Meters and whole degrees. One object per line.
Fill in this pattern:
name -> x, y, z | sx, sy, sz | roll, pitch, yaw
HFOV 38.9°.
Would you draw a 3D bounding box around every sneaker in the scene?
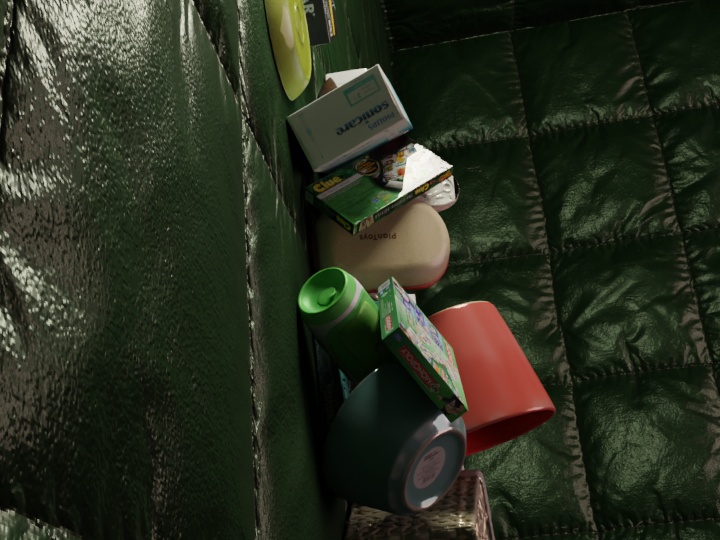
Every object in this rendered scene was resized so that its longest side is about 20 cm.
sneaker -> 0.038, -0.101, 1.544 | 0.147, 0.196, 0.082 | 113, -24, -67

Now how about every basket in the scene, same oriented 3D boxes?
basket -> 0.090, 0.406, 1.424 | 0.161, 0.197, 0.201 | -69, 150, -73

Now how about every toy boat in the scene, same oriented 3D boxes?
toy boat -> 0.028, -0.024, 1.460 | 0.131, 0.196, 0.133 | 105, -19, -70

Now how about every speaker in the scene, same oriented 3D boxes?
speaker -> 0.000, 0.087, 1.301 | 0.201, 0.087, 0.089 | 53, 24, -39

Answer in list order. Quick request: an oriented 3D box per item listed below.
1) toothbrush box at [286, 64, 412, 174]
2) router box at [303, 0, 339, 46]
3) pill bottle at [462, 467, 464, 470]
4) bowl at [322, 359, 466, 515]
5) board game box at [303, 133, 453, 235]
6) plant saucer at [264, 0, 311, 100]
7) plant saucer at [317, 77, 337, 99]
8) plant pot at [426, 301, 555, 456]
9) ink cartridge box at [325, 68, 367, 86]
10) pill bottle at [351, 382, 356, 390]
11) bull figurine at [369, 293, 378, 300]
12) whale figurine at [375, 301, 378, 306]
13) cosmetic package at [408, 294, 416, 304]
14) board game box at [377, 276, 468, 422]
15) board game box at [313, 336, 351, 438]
toothbrush box -> -0.010, -0.208, 1.445 | 0.086, 0.145, 0.200 | 61, 8, -2
router box -> -0.080, -0.462, 1.607 | 0.157, 0.051, 0.203 | -76, 157, -72
pill bottle -> 0.087, 0.313, 1.588 | 0.200, 0.109, 0.113 | 158, -75, -71
bowl -> 0.059, 0.225, 1.282 | 0.104, 0.200, 0.203 | 29, -34, 38
board game box -> 0.027, -0.124, 1.432 | 0.104, 0.199, 0.024 | 39, -37, 29
plant saucer -> -0.097, -0.338, 1.408 | 0.200, 0.031, 0.204 | -9, 90, -84
plant saucer -> -0.032, -0.208, 1.644 | 0.200, 0.032, 0.203 | 161, -89, -83
plant pot -> 0.156, 0.154, 1.458 | 0.201, 0.198, 0.180 | 65, 5, -69
ink cartridge box -> -0.006, -0.244, 1.864 | 0.145, 0.083, 0.203 | 62, 20, -71
pill bottle -> 0.028, 0.192, 1.498 | 0.114, 0.112, 0.203 | 70, 14, -62
bull figurine -> 0.000, 0.000, 1.579 | 0.066, 0.120, 0.201 | -58, -171, 32
whale figurine -> 0.019, 0.126, 1.669 | 0.160, 0.102, 0.203 | -123, -140, -53
cosmetic package -> 0.055, 0.160, 1.770 | 0.151, 0.051, 0.203 | 139, -50, -57
board game box -> 0.075, 0.093, 1.276 | 0.135, 0.029, 0.200 | 51, 10, -13
board game box -> -0.036, 0.129, 1.384 | 0.135, 0.028, 0.203 | 55, 27, -77
